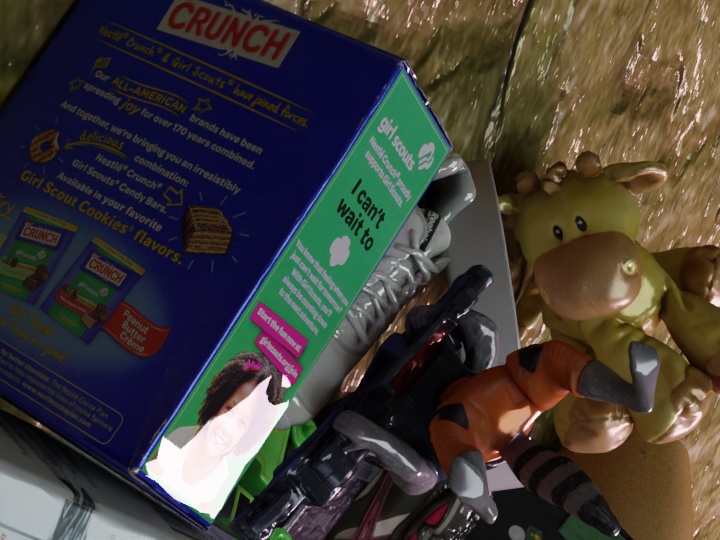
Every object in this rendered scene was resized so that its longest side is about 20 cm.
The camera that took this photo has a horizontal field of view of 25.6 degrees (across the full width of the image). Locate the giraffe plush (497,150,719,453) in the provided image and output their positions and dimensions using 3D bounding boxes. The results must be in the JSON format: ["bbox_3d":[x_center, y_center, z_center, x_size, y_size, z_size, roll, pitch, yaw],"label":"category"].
[{"bbox_3d":[0.166,0.001,1.073,0.172,0.200,0.163,-33,137,-3],"label":"giraffe plush"}]

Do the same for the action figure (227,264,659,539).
[{"bbox_3d":[0.038,0.093,0.790,0.200,0.193,0.105,-44,105,-17],"label":"action figure"}]

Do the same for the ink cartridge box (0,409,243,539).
[{"bbox_3d":[-0.138,0.116,0.657,0.199,0.146,0.084,31,85,-26],"label":"ink cartridge box"}]

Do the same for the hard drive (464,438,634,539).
[{"bbox_3d":[0.128,0.218,1.143,0.140,0.200,0.038,-41,170,-33],"label":"hard drive"}]

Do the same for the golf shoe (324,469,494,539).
[{"bbox_3d":[0.004,0.185,1.055,0.200,0.088,0.077,-52,166,22],"label":"golf shoe"}]

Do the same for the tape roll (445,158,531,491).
[{"bbox_3d":[0.074,0.034,0.965,0.203,0.037,0.205,-7,90,-87],"label":"tape roll"}]

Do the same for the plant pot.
[{"bbox_3d":[0.195,0.226,1.279,0.201,0.185,0.187,-66,151,-25],"label":"plant pot"}]

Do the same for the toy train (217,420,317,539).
[{"bbox_3d":[-0.063,0.143,0.801,0.056,0.041,0.201,48,39,-36],"label":"toy train"}]

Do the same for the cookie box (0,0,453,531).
[{"bbox_3d":[-0.085,-0.021,0.688,0.201,0.170,0.075,-57,149,-12],"label":"cookie box"}]

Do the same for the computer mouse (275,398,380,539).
[{"bbox_3d":[-0.058,0.142,0.958,0.201,0.046,0.140,-55,153,6],"label":"computer mouse"}]

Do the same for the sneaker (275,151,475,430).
[{"bbox_3d":[0.000,0.000,0.837,0.076,0.080,0.201,64,38,-36],"label":"sneaker"}]
